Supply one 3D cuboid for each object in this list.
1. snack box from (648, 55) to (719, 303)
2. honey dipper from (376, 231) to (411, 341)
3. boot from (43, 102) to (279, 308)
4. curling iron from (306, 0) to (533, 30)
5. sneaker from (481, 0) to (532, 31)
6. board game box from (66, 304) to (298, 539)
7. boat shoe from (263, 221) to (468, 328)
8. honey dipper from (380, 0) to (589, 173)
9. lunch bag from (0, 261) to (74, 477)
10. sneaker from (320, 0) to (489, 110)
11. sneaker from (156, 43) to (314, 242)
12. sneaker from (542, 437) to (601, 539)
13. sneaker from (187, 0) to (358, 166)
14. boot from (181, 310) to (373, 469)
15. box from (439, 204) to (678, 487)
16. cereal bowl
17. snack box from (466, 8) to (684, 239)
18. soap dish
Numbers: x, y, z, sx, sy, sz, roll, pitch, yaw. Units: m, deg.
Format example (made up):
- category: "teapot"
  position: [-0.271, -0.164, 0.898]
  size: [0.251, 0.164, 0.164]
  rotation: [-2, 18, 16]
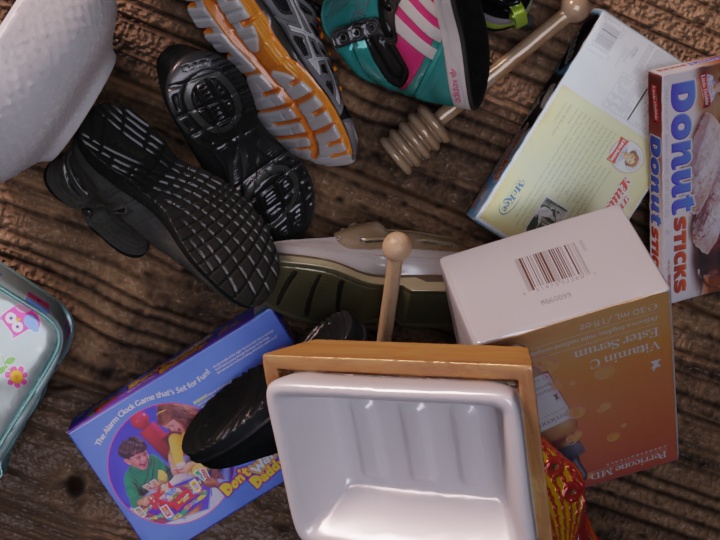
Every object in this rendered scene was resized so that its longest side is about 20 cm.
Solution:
- category: "snack box"
  position: [0.274, -0.073, 1.071]
  size: [0.072, 0.024, 0.201]
  rotation: [-13, 115, -16]
- category: "honey dipper"
  position: [0.019, 0.045, 1.040]
  size: [0.038, 0.038, 0.201]
  rotation: [0, 135, -5]
- category: "boot"
  position: [-0.156, -0.038, 1.023]
  size: [0.200, 0.131, 0.068]
  rotation: [44, 61, -4]
- category: "curling iron"
  position: [0.043, -0.219, 1.053]
  size: [0.199, 0.026, 0.050]
  rotation: [6, 122, -11]
- category: "sneaker"
  position: [0.088, -0.281, 1.003]
  size: [0.071, 0.083, 0.201]
  rotation: [-27, 91, -2]
- category: "board game box"
  position: [-0.124, 0.132, 1.094]
  size: [0.200, 0.045, 0.135]
  rotation: [-31, 102, 1]
- category: "boat shoe"
  position: [0.000, 0.000, 1.066]
  size: [0.199, 0.069, 0.075]
  rotation: [9, 140, -13]
- category: "honey dipper"
  position: [0.103, -0.156, 1.052]
  size: [0.200, 0.038, 0.038]
  rotation: [-40, 101, 5]
- category: "lunch bag"
  position: [-0.334, 0.086, 1.052]
  size: [0.160, 0.077, 0.200]
  rotation: [32, 97, -11]
- category: "sneaker"
  position: [0.027, -0.213, 0.971]
  size: [0.120, 0.084, 0.201]
  rotation: [7, 132, 21]
- category: "sneaker"
  position: [-0.100, -0.100, 1.039]
  size: [0.076, 0.091, 0.200]
  rotation: [-31, 124, -10]
- category: "sneaker"
  position: [0.149, 0.204, 1.026]
  size: [0.073, 0.077, 0.200]
  rotation: [-38, 119, -16]
- category: "sneaker"
  position: [-0.054, -0.168, 1.026]
  size: [0.077, 0.078, 0.200]
  rotation: [-54, 125, -35]
- category: "boot"
  position: [-0.022, 0.136, 1.044]
  size: [0.198, 0.073, 0.162]
  rotation: [-35, 117, 18]
- category: "box"
  position: [0.161, 0.072, 1.034]
  size: [0.152, 0.107, 0.200]
  rotation: [-17, 131, -1]
- category: "cereal bowl"
  position: [-0.239, -0.143, 0.957]
  size: [0.083, 0.200, 0.200]
  rotation: [32, 97, -20]
- category: "snack box"
  position: [0.190, -0.100, 1.079]
  size: [0.116, 0.037, 0.200]
  rotation: [31, 97, -12]
- category: "soap dish"
  position: [0.039, 0.124, 0.926]
  size: [0.199, 0.081, 0.158]
  rotation: [1, 116, 23]
